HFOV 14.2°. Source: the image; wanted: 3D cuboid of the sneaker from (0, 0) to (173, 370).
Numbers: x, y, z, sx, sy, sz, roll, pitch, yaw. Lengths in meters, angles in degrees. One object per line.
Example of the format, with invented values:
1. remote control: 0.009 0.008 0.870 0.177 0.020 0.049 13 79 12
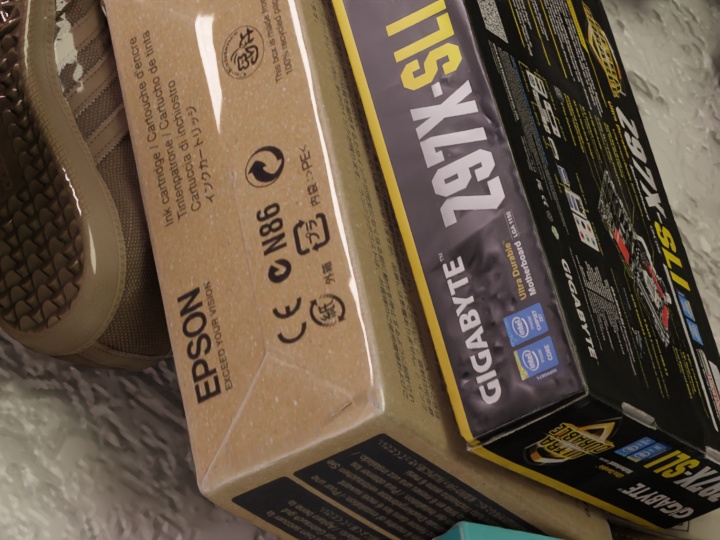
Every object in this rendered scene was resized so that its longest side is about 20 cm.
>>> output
1. sneaker: -0.107 -0.055 0.981 0.075 0.070 0.201 25 46 -54

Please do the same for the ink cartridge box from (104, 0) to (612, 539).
1. ink cartridge box: 0.000 0.000 0.975 0.165 0.075 0.201 37 34 -53

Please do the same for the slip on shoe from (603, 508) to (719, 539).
1. slip on shoe: 0.157 0.092 1.105 0.200 0.076 0.061 -15 111 -56

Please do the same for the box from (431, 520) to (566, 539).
1. box: 0.089 0.137 0.986 0.199 0.082 0.049 14 53 -35

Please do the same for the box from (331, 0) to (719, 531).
1. box: 0.060 -0.023 0.974 0.160 0.049 0.201 29 41 -60
